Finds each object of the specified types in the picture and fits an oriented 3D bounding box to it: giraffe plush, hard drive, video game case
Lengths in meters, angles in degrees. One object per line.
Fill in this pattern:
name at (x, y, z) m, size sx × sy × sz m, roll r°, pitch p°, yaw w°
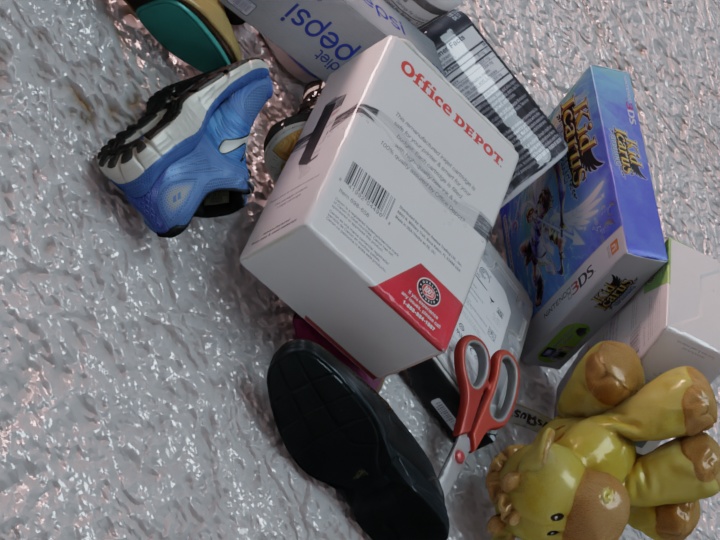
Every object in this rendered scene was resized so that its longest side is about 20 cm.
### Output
giraffe plush at (0.172, 0.160, 1.572) m, size 0.162 × 0.198 × 0.174 m, roll -33°, pitch 120°, yaw -55°
hard drive at (0.080, 0.038, 1.652) m, size 0.140 × 0.038 × 0.201 m, roll 53°, pitch 30°, yaw -19°
video game case at (0.188, -0.046, 1.749) m, size 0.045 × 0.181 × 0.202 m, roll 11°, pitch 53°, yaw -24°

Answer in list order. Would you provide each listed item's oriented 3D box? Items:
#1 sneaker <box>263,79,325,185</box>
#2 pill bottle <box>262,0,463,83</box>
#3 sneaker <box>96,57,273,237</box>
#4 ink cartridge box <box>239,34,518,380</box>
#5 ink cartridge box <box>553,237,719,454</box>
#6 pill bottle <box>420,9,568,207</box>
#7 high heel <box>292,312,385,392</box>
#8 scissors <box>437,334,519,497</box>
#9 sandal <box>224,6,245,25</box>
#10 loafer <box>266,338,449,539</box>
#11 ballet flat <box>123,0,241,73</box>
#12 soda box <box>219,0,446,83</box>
sneaker at (-0.030, -0.111, 1.580) m, size 0.088 × 0.076 × 0.199 m, roll 53°, pitch 24°, yaw 16°
pill bottle at (0.018, -0.243, 1.611) m, size 0.114 × 0.199 × 0.115 m, roll 38°, pitch 37°, yaw -36°
sneaker at (-0.114, -0.085, 1.419) m, size 0.090 × 0.078 × 0.200 m, roll 64°, pitch 34°, yaw -19°
ink cartridge box at (0.018, -0.047, 1.451) m, size 0.144 × 0.083 × 0.201 m, roll 42°, pitch 50°, yaw -22°
ink cartridge box at (0.237, 0.086, 1.692) m, size 0.067 × 0.201 × 0.118 m, roll 24°, pitch 41°, yaw -11°
pill bottle at (0.081, -0.151, 1.721) m, size 0.201 × 0.106 × 0.106 m, roll 52°, pitch 30°, yaw 1°
high heel at (0.000, 0.000, 1.517) m, size 0.096 × 0.067 × 0.201 m, roll 54°, pitch 32°, yaw -36°
scissors at (0.084, 0.140, 1.550) m, size 0.073 × 0.014 × 0.202 m, roll 39°, pitch 51°, yaw -33°
sandal at (-0.128, -0.292, 1.576) m, size 0.201 × 0.045 × 0.075 m, roll 60°, pitch 30°, yaw -6°
loafer at (-0.004, 0.118, 1.429) m, size 0.201 × 0.072 × 0.073 m, roll 57°, pitch 19°, yaw -30°
ballet flat at (-0.149, -0.216, 1.448) m, size 0.200 × 0.068 × 0.064 m, roll 37°, pitch 64°, yaw -38°
soda box at (-0.022, -0.190, 1.525) m, size 0.199 × 0.063 × 0.069 m, roll 35°, pitch 25°, yaw -35°
